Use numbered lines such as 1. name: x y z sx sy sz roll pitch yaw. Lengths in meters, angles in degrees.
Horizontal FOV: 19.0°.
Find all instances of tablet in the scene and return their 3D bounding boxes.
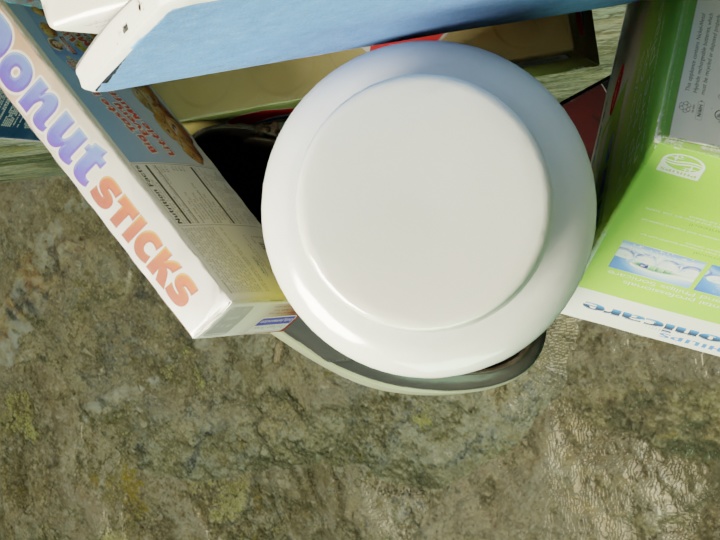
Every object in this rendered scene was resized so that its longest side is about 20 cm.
1. tablet: 0.022 -0.085 0.641 0.199 0.014 0.130 -12 178 -18

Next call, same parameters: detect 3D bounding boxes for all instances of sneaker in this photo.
1. sneaker: 0.000 0.000 0.913 0.199 0.075 0.106 19 167 -14

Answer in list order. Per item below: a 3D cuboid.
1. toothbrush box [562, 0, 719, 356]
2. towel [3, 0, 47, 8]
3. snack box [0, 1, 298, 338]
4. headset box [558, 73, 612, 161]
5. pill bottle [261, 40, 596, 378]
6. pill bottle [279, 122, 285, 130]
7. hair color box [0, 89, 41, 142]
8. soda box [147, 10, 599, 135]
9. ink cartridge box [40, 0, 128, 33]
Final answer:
1. toothbrush box: 0.142 -0.067 0.798 0.086 0.146 0.200 14 163 1
2. towel: -0.121 -0.120 0.755 0.146 0.022 0.200 27 -168 20
3. snack box: -0.097 -0.058 0.814 0.024 0.200 0.072 -44 164 19
4. headset box: 0.128 -0.054 1.015 0.200 0.077 0.149 -28 179 -14
5. pill bottle: 0.025 -0.019 0.740 0.109 0.110 0.200 -6 179 4
6. pill bottle: -0.007 -0.082 1.031 0.110 0.111 0.200 -6 -179 2
7. hair color box: -0.195 -0.107 0.968 0.100 0.061 0.200 29 -173 9
8. soda box: -0.010 -0.100 0.864 0.199 0.068 0.064 -9 178 15
9. ink cartridge box: 0.000 -0.128 0.704 0.145 0.085 0.200 -11 180 24
